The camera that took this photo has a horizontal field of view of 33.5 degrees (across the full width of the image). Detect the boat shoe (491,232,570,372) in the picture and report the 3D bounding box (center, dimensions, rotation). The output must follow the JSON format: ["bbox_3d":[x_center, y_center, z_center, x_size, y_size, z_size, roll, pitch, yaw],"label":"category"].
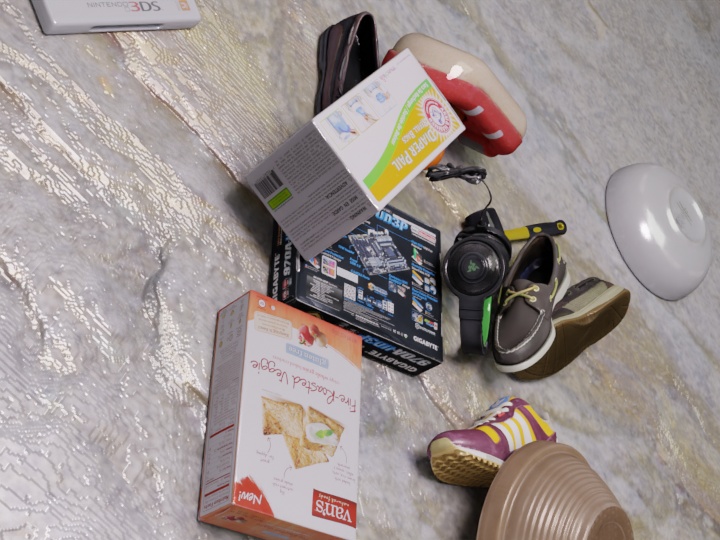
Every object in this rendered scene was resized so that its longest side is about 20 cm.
[{"bbox_3d":[0.184,0.033,1.331,0.202,0.071,0.061,-60,136,-50],"label":"boat shoe"}]

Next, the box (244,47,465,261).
[{"bbox_3d":[-0.001,-0.116,1.158,0.102,0.112,0.200,52,40,-6],"label":"box"}]

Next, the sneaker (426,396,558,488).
[{"bbox_3d":[0.135,0.172,1.235,0.199,0.074,0.092,22,56,-46],"label":"sneaker"}]

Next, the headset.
[{"bbox_3d":[0.112,-0.011,1.273,0.124,0.092,0.204,-51,143,-71],"label":"headset"}]

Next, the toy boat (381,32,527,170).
[{"bbox_3d":[0.091,-0.173,1.352,0.132,0.130,0.200,-56,139,-3],"label":"toy boat"}]

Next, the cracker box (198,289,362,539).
[{"bbox_3d":[-0.066,0.135,1.063,0.133,0.057,0.203,24,54,-34],"label":"cracker box"}]

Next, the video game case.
[{"bbox_3d":[-0.258,-0.323,1.149,0.181,0.023,0.203,-15,80,-48],"label":"video game case"}]

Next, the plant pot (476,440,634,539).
[{"bbox_3d":[0.206,0.274,1.182,0.199,0.092,0.205,0,90,-47],"label":"plant pot"}]

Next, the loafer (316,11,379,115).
[{"bbox_3d":[-0.006,-0.191,1.296,0.071,0.063,0.203,16,58,-38],"label":"loafer"}]

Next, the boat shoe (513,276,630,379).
[{"bbox_3d":[0.232,0.065,1.396,0.198,0.065,0.074,-22,129,-35],"label":"boat shoe"}]

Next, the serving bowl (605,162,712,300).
[{"bbox_3d":[0.426,-0.064,1.657,0.198,0.065,0.203,22,55,-35],"label":"serving bowl"}]

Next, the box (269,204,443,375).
[{"bbox_3d":[0.000,0.000,1.211,0.198,0.046,0.161,24,53,-35],"label":"box"}]

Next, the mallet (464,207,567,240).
[{"bbox_3d":[0.191,-0.054,1.442,0.199,0.041,0.067,-21,87,-52],"label":"mallet"}]
